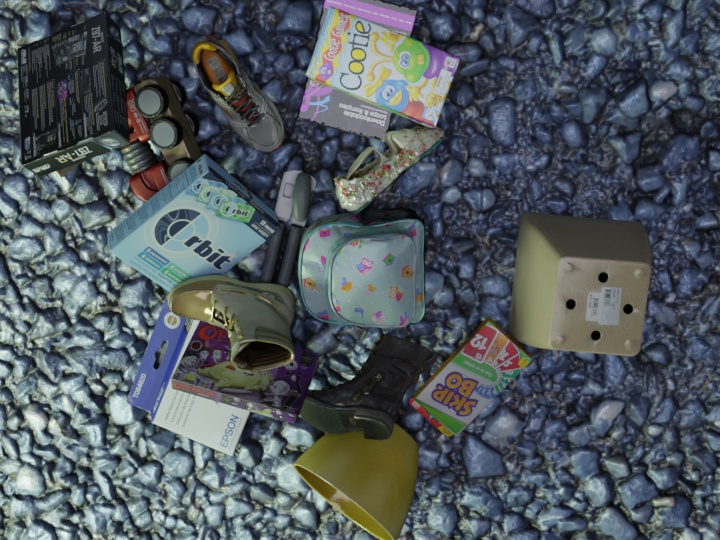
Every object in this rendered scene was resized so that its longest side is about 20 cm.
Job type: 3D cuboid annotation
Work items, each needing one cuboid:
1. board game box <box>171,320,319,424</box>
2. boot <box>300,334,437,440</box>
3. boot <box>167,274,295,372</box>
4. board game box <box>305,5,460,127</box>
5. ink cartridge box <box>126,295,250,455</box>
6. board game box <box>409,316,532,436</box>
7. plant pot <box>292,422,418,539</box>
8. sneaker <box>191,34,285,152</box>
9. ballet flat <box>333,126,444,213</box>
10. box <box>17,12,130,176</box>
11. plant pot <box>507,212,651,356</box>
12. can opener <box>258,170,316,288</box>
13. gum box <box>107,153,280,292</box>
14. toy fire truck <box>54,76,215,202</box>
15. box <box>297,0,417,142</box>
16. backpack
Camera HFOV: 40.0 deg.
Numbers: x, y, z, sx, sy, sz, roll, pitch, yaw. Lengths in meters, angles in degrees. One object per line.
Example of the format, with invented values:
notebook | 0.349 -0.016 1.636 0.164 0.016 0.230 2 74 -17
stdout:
board game box | -0.172 0.151 1.493 0.196 0.121 0.033 14 133 6
boot | 0.005 0.170 1.535 0.197 0.175 0.070 11 139 23
boot | -0.194 0.081 1.478 0.196 0.156 0.073 4 124 -8
board game box | 0.032 -0.290 1.423 0.197 0.103 0.107 21 98 -2
ink cartridge box | -0.257 0.169 1.588 0.197 0.041 0.203 22 101 -4
board game box | 0.172 0.176 1.578 0.095 0.030 0.200 39 111 -6
plant pot | 0.014 0.309 1.552 0.199 0.200 0.143 41 72 -7
sneaker | -0.189 -0.259 1.480 0.077 0.082 0.201 -38 99 8
ballet flat | 0.041 -0.167 1.478 0.199 0.075 0.064 -41 111 -13
box | -0.420 -0.256 1.439 0.158 0.044 0.203 -17 67 15
plant pot | 0.338 0.033 1.484 0.196 0.177 0.204 5 102 0
can opener | -0.116 -0.056 1.527 0.052 0.067 0.204 15 101 -2
gum box | -0.248 -0.058 1.483 0.199 0.045 0.170 -36 136 16
toy fire truck | -0.346 -0.173 1.489 0.197 0.129 0.179 -20 101 17
box | -0.006 -0.309 1.493 0.140 0.036 0.204 14 100 -1
backpack | 0.000 0.000 1.497 0.196 0.154 0.179 0 107 5
